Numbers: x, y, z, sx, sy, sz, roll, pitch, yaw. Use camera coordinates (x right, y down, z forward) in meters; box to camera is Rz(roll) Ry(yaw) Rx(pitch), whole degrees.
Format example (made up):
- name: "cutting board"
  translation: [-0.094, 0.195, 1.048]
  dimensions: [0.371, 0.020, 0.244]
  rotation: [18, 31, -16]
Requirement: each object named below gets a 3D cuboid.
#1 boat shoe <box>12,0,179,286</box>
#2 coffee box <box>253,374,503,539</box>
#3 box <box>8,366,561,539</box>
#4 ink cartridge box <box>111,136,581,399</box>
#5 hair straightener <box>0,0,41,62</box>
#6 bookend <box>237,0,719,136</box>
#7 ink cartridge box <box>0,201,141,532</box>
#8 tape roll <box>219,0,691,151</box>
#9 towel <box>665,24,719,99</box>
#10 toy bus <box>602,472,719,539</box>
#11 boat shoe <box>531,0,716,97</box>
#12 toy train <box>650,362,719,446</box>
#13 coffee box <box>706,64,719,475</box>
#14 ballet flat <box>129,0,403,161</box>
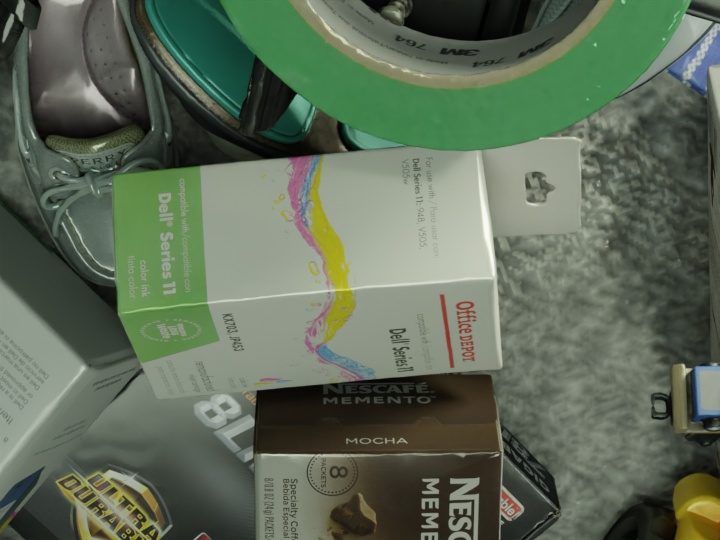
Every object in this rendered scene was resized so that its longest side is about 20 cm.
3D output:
- name: "boat shoe"
  translation: [-0.124, -0.083, 1.227]
  dimensions: [0.074, 0.065, 0.203]
  rotation: [-4, 110, 0]
- name: "coffee box"
  translation: [0.007, 0.154, 1.263]
  dimensions: [0.112, 0.080, 0.201]
  rotation: [1, 113, -1]
- name: "box"
  translation: [-0.041, 0.105, 1.312]
  dimensions: [0.198, 0.050, 0.200]
  rotation: [-40, 107, 14]
- name: "ink cartridge box"
  translation: [0.000, 0.000, 1.182]
  dimensions: [0.199, 0.117, 0.068]
  rotation: [-6, 69, 3]
- name: "hair straightener"
  translation: [-0.148, -0.178, 1.150]
  dimensions: [0.077, 0.041, 0.201]
  rotation: [21, 105, 10]
- name: "bookend"
  translation: [0.072, -0.131, 1.115]
  dimensions: [0.198, 0.092, 0.201]
  rotation: [18, 114, 5]
- name: "ink cartridge box"
  translation: [-0.217, 0.064, 1.249]
  dimensions: [0.145, 0.087, 0.200]
  rotation: [42, 104, 9]
- name: "tape roll"
  translation: [0.036, -0.147, 1.039]
  dimensions: [0.199, 0.048, 0.201]
  rotation: [4, 112, 10]
- name: "towel"
  translation: [0.198, -0.134, 1.237]
  dimensions: [0.200, 0.024, 0.145]
  rotation: [32, 106, -12]
- name: "toy bus"
  translation: [0.153, 0.224, 1.285]
  dimensions: [0.135, 0.192, 0.200]
  rotation: [32, 106, -11]
- name: "boat shoe"
  translation: [0.160, -0.138, 1.191]
  dimensions: [0.200, 0.074, 0.067]
  rotation: [-43, 143, 25]
- name: "toy train"
  translation: [0.227, 0.057, 1.194]
  dimensions: [0.199, 0.046, 0.034]
  rotation: [-1, 74, -4]
- name: "coffee box"
  translation: [0.217, 0.007, 1.240]
  dimensions: [0.114, 0.080, 0.201]
  rotation: [-5, 124, 2]
- name: "ballet flat"
  translation: [-0.025, -0.064, 1.238]
  dimensions: [0.199, 0.073, 0.073]
  rotation: [26, 108, -16]
